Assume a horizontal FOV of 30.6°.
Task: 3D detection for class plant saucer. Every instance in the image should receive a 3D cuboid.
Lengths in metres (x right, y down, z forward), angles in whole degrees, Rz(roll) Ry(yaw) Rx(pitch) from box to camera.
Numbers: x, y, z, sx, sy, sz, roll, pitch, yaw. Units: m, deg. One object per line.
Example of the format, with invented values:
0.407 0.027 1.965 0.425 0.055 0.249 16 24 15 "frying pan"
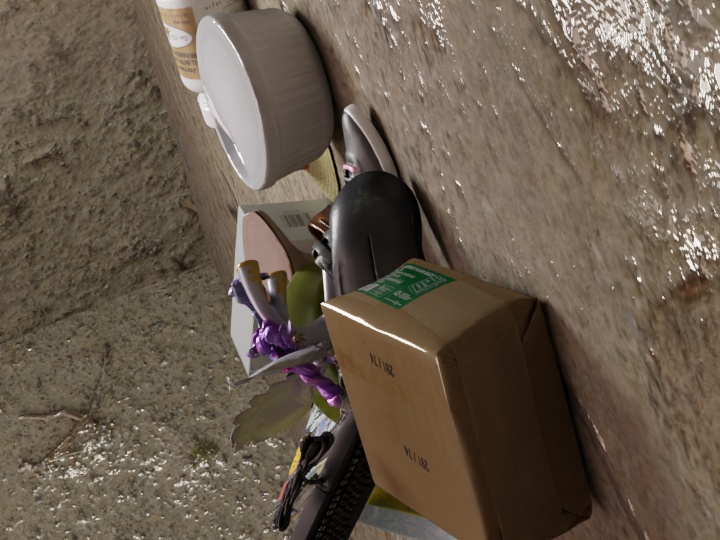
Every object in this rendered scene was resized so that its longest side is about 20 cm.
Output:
-0.009 0.080 1.478 0.199 0.031 0.202 30 -132 -40 "plant saucer"

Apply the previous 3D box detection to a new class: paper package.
0.074 0.104 1.055 0.199 0.103 0.193 20 130 61 "paper package"

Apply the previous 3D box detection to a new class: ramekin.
-0.104 -0.198 1.465 0.203 0.093 0.204 54 155 39 "ramekin"

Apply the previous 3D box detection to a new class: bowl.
0.061 0.210 1.348 0.200 0.198 0.109 105 180 -74 "bowl"

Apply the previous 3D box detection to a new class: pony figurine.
-0.059 0.079 1.342 0.167 0.191 0.202 103 147 -61 "pony figurine"

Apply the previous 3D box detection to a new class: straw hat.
-0.103 -0.163 1.620 0.201 0.084 0.203 158 90 -81 "straw hat"

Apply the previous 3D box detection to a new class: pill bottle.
-0.194 -0.299 1.755 0.114 0.113 0.202 -127 18 -57 "pill bottle"

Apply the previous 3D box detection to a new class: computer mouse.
0.023 0.001 1.198 0.053 0.137 0.203 33 -137 -73 "computer mouse"

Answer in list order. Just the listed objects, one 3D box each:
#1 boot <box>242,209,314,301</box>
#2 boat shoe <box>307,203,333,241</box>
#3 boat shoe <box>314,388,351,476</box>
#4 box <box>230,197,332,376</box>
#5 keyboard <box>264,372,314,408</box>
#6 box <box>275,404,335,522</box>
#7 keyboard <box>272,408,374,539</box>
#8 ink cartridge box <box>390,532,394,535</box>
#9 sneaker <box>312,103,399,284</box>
-0.051 0.007 1.545 0.070 0.146 0.202 -11 101 43 "boot"
0.000 -0.001 1.450 0.072 0.067 0.201 79 166 -46 "boat shoe"
0.015 0.112 1.256 0.066 0.201 0.072 47 -162 12 "boat shoe"
-0.091 0.022 1.675 0.098 0.123 0.202 -123 34 -51 "box"
-0.068 0.128 1.758 0.021 0.126 0.200 -68 -8 22 "keyboard"
-0.025 0.182 1.544 0.137 0.040 0.201 -46 16 41 "box"
-0.024 0.193 1.189 0.021 0.126 0.202 40 116 37 "keyboard"
0.036 0.252 1.595 0.118 0.067 0.200 53 -179 10 "ink cartridge box"
-0.008 -0.055 1.288 0.071 0.098 0.202 -140 31 -74 "sneaker"
